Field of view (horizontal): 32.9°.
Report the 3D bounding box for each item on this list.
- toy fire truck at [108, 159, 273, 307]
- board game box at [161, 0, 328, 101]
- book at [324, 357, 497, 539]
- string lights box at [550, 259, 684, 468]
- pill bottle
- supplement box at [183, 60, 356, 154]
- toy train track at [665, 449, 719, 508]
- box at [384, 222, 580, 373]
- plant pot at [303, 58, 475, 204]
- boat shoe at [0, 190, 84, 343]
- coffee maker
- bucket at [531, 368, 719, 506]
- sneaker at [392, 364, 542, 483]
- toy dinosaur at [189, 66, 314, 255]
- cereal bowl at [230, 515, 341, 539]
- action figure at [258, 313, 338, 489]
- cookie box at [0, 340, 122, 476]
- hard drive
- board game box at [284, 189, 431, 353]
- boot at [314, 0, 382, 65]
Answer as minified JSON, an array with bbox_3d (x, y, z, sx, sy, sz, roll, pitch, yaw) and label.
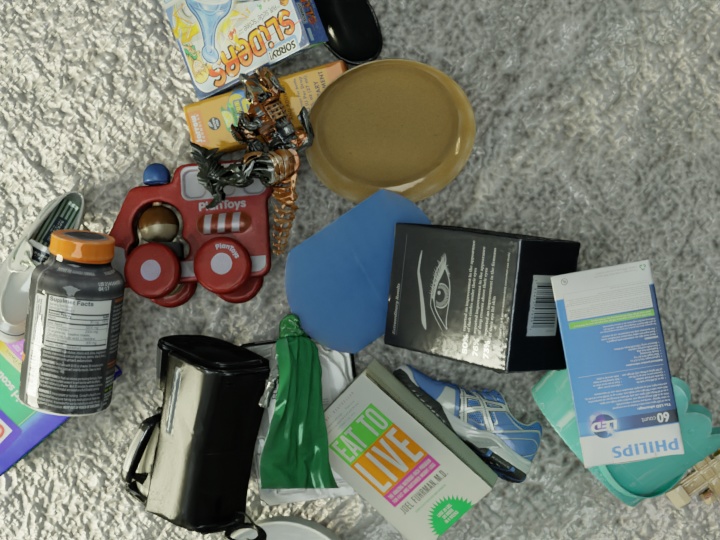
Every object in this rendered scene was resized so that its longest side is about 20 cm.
[{"bbox_3d":[-0.201,-0.047,1.451,0.200,0.112,0.168,-4,81,5],"label":"toy fire truck"},{"bbox_3d":[-0.137,-0.291,1.403,0.200,0.034,0.135,-18,93,42],"label":"board game box"},{"bbox_3d":[0.043,0.219,1.433,0.200,0.048,0.134,42,116,1],"label":"book"},{"bbox_3d":[0.265,0.095,1.259,0.103,0.059,0.200,-10,88,11],"label":"string lights box"},{"bbox_3d":[-0.325,0.056,1.384,0.106,0.106,0.200,10,100,4],"label":"pill bottle"},{"bbox_3d":[-0.105,-0.190,1.448,0.200,0.069,0.067,-16,92,7],"label":"supplement box"},{"bbox_3d":[0.453,0.218,1.451,0.200,0.033,0.115,-37,91,6],"label":"toy train track"},{"bbox_3d":[0.133,0.027,1.375,0.200,0.104,0.148,12,98,48],"label":"box"},{"bbox_3d":[0.033,-0.162,1.415,0.200,0.027,0.200,-3,128,-3],"label":"plant pot"},{"bbox_3d":[-0.382,-0.013,1.433,0.074,0.067,0.200,23,59,-17],"label":"boat shoe"},{"bbox_3d":[-0.169,0.192,1.428,0.192,0.135,0.200,16,103,17],"label":"coffee maker"},{"bbox_3d":[0.302,0.158,1.381,0.135,0.207,0.207,-43,90,10],"label":"bucket"},{"bbox_3d":[0.127,0.171,1.464,0.200,0.076,0.077,35,71,3],"label":"sneaker"},{"bbox_3d":[-0.115,-0.123,1.370,0.136,0.102,0.200,-11,70,-1],"label":"toy dinosaur"},{"bbox_3d":[-0.088,0.392,1.485,0.200,0.083,0.200,0,95,5],"label":"cereal bowl"},{"bbox_3d":[-0.076,0.148,1.391,0.055,0.118,0.200,-10,75,40],"label":"action figure"},{"bbox_3d":[-0.426,0.132,1.495,0.200,0.075,0.171,-41,90,6],"label":"cookie box"},{"bbox_3d":[-0.068,0.181,1.490,0.140,0.038,0.200,-7,95,6],"label":"hard drive"},{"bbox_3d":[0.000,0.000,1.455,0.200,0.039,0.158,-35,114,-11],"label":"board game box"},{"bbox_3d":[-0.028,-0.334,1.378,0.073,0.162,0.198,-25,93,-5],"label":"boot"}]
